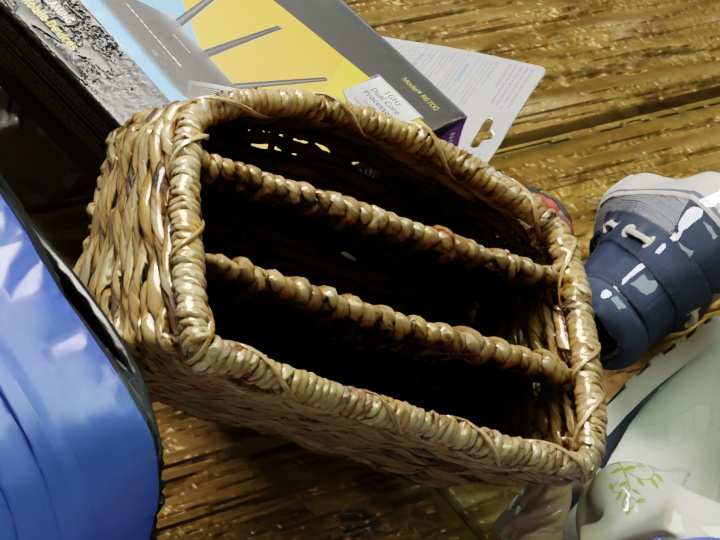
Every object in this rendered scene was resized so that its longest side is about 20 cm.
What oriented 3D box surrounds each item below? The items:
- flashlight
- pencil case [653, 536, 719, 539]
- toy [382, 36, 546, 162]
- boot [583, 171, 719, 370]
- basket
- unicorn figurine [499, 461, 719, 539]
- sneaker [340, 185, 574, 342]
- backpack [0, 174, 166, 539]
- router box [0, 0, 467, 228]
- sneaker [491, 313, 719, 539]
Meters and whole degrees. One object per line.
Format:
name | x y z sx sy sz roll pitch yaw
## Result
flashlight | -0.153 -0.112 1.460 0.068 0.068 0.200 4 43 5
pencil case | 0.120 0.178 1.062 0.087 0.078 0.200 41 30 -24
toy | -0.022 -0.072 1.452 0.200 0.047 0.115 15 46 20
boot | 0.123 0.004 1.394 0.090 0.200 0.073 -35 90 -11
basket | 0.000 0.000 1.211 0.200 0.149 0.143 19 78 -24
unicorn figurine | 0.154 0.131 1.238 0.200 0.074 0.137 36 31 -10
sneaker | 0.051 0.022 1.384 0.098 0.071 0.200 47 36 12
backpack | -0.181 0.063 1.161 0.168 0.163 0.200 -33 69 -23
router box | -0.072 -0.090 1.366 0.149 0.051 0.200 -24 55 -33
sneaker | 0.137 0.091 1.351 0.080 0.076 0.200 42 44 6
